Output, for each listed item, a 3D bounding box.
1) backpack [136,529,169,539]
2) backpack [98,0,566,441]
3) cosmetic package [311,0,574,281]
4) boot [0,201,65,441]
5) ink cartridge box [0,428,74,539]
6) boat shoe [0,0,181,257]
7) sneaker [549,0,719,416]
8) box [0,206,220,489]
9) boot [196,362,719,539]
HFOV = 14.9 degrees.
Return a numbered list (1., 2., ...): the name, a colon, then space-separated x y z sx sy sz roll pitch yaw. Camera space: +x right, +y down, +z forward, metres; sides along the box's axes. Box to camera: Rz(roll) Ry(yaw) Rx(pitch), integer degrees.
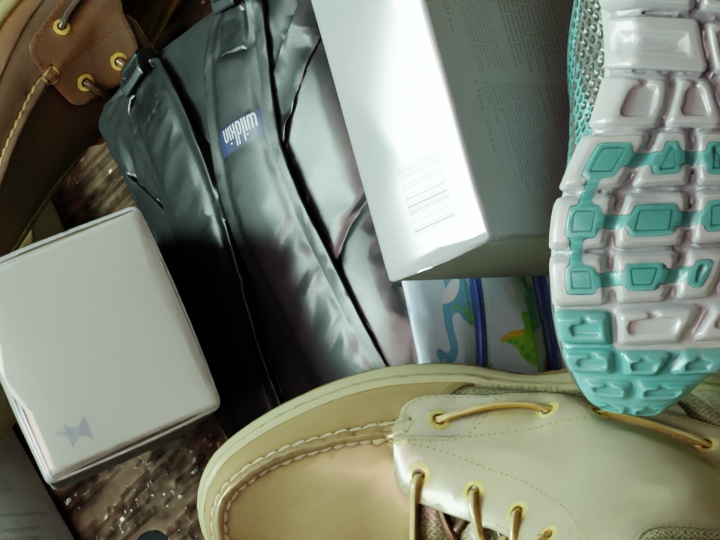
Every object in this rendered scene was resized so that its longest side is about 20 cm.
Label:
1. backpack: -0.062 0.213 1.072 0.200 0.127 0.167 -42 56 28
2. backpack: 0.000 0.000 1.028 0.163 0.154 0.200 -37 51 38
3. cosmetic package: 0.047 -0.098 0.981 0.052 0.151 0.200 -24 76 39
4. boot: -0.195 -0.029 1.181 0.144 0.071 0.201 13 85 18
5. ink cartridge box: -0.220 0.109 1.206 0.146 0.085 0.200 -43 65 26
6. boat shoe: -0.113 -0.088 1.107 0.067 0.072 0.200 18 71 14
7. sneaker: 0.101 -0.049 0.922 0.077 0.091 0.200 8 83 0
8. box: -0.101 0.033 1.029 0.068 0.200 0.082 -23 89 -8
9. boot: 0.048 0.094 0.886 0.200 0.155 0.073 -4 116 -3
